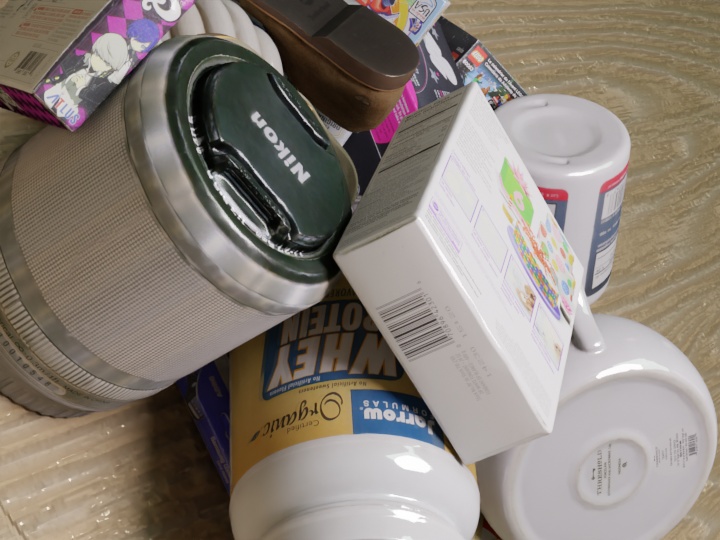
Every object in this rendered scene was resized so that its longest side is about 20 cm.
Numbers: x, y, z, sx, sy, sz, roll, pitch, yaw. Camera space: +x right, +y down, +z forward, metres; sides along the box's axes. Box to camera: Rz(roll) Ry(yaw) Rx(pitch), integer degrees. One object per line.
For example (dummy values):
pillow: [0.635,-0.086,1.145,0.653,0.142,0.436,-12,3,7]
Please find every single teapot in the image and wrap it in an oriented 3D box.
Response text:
teapot: [0.151,0.104,1.146,0.197,0.201,0.146,30,14,-30]

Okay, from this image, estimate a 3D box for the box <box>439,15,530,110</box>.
box: [0.095,-0.171,1.395,0.137,0.038,0.200,43,3,-30]

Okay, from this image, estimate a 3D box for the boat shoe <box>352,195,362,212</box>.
boat shoe: [-0.057,-0.018,1.084,0.199,0.072,0.065,-7,60,-42]

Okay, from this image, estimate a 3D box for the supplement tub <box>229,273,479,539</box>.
supplement tub: [-0.006,0.098,0.921,0.144,0.144,0.201,34,37,-38]

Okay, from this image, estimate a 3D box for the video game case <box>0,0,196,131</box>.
video game case: [-0.140,-0.162,0.891,0.036,0.182,0.200,46,-12,-26]

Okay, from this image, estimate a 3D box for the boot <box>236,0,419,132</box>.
boot: [-0.053,-0.171,1.081,0.200,0.076,0.073,42,50,13]

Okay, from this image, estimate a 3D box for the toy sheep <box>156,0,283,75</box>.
toy sheep: [-0.117,-0.126,1.038,0.199,0.138,0.139,3,61,-36]

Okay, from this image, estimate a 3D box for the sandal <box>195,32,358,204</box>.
sandal: [-0.057,-0.081,0.982,0.054,0.081,0.200,29,-6,44]

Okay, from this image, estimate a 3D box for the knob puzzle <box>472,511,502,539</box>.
knob puzzle: [0.110,0.224,1.187,0.220,0.030,0.221,51,26,-36]

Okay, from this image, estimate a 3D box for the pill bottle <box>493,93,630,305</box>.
pill bottle: [0.152,-0.032,1.305,0.120,0.118,0.201,-74,169,-51]

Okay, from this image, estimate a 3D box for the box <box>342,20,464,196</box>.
box: [0.002,-0.132,1.220,0.114,0.131,0.202,0,65,-60]

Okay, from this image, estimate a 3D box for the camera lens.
camera lens: [-0.116,-0.022,0.875,0.160,0.199,0.161,37,37,-35]

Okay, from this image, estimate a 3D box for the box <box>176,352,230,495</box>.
box: [-0.049,0.092,1.049,0.199,0.041,0.120,-19,81,-58]

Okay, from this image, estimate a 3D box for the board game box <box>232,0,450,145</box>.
board game box: [-0.054,-0.200,1.126,0.200,0.135,0.034,38,12,1]

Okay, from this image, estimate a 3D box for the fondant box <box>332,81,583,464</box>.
fondant box: [0.064,-0.005,0.914,0.145,0.058,0.200,58,26,-17]
